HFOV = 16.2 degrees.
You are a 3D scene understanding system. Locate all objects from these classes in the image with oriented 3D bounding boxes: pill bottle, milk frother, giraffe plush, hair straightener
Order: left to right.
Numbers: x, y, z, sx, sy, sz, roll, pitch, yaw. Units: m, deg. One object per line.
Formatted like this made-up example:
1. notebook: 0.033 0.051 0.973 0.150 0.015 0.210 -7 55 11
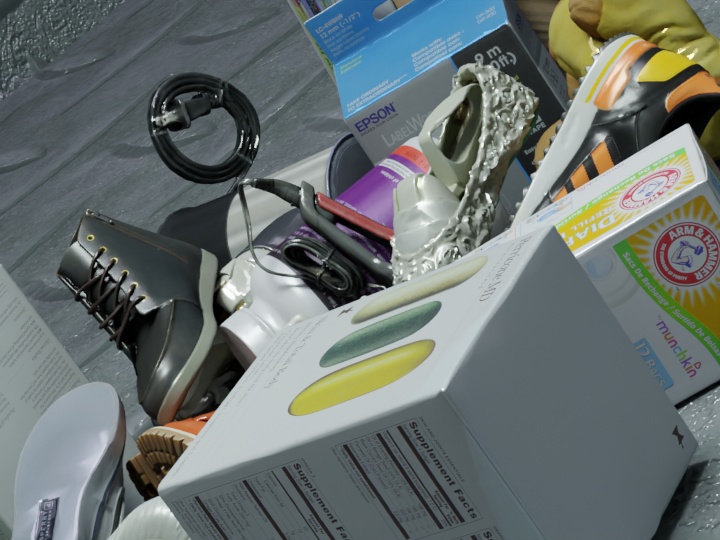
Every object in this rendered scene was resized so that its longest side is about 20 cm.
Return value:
1. milk frother: -0.062 -0.069 1.927 0.188 0.200 0.181 -22 17 36
2. hair straightener: 0.000 0.000 1.660 0.077 0.200 0.041 -58 -8 -16
3. pill bottle: 0.003 0.005 1.740 0.200 0.113 0.112 -39 17 -13
4. giraffe plush: 0.180 -0.078 1.618 0.200 0.173 0.162 24 67 30

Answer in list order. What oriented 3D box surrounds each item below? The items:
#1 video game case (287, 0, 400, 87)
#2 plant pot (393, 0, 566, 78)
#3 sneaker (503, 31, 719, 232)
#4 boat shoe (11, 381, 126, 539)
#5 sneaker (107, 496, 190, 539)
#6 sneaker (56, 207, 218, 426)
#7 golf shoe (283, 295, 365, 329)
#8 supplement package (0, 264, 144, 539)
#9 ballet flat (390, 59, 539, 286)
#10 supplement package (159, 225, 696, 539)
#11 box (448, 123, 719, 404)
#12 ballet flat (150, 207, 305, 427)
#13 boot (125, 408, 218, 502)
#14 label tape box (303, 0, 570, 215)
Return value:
1. video game case: 0.023 -0.137 1.940 0.022 0.200 0.182 -34 16 -14
2. plant pot: 0.119 -0.153 1.908 0.201 0.201 0.093 -18 64 44
3. sneaker: 0.151 -0.037 1.496 0.090 0.070 0.200 26 96 31
4. boat shoe: -0.190 0.166 1.671 0.073 0.065 0.200 -6 47 22
5. sneaker: -0.156 0.216 1.555 0.200 0.072 0.072 -45 -19 11
6. sneaker: -0.159 0.032 1.725 0.075 0.106 0.200 -61 14 22
7. golf shoe: 0.025 0.060 1.595 0.200 0.088 0.077 -15 24 47
8. supplement package: -0.275 0.135 1.769 0.150 0.200 0.152 -24 20 35
9. ballet flat: 0.053 -0.054 1.596 0.072 0.072 0.200 -19 37 43
10. supplement package: 0.036 0.102 1.315 0.200 0.151 0.152 -22 21 38
11. box: 0.135 0.023 1.438 0.200 0.113 0.101 -30 17 12
12. ballet flat: -0.089 0.042 1.803 0.200 0.073 0.073 -56 13 12
13. boot: -0.088 0.115 1.648 0.107 0.075 0.200 -32 2 -14
14. label tape box: 0.067 -0.123 1.813 0.143 0.200 0.066 -30 18 18
